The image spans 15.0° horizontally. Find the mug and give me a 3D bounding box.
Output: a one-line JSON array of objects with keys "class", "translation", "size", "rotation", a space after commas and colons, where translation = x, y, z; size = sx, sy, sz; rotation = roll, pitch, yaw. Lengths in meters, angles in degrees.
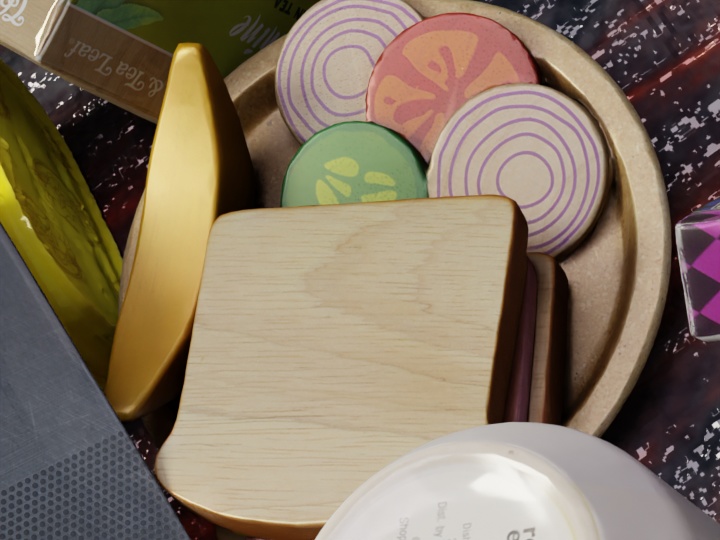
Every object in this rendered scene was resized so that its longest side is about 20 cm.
[{"class": "mug", "translation": [0.063, 0.124, 0.688], "size": [0.149, 0.153, 0.186], "rotation": [-45, 48, -4]}]

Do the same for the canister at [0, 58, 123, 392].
[{"class": "canister", "translation": [-0.186, 0.027, 0.950], "size": [0.200, 0.087, 0.149], "rotation": [-36, 49, 8]}]

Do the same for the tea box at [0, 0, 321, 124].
[{"class": "tea box", "translation": [-0.085, -0.170, 0.959], "size": [0.200, 0.133, 0.197], "rotation": [31, 94, 41]}]

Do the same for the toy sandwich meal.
[{"class": "toy sandwich meal", "translation": [0.000, 0.000, 0.842], "size": [0.204, 0.070, 0.206], "rotation": [-7, 69, 19]}]

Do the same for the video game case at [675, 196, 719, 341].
[{"class": "video game case", "translation": [0.203, -0.027, 0.705], "size": [0.199, 0.181, 0.036], "rotation": [-8, 99, 28]}]

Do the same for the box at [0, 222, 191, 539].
[{"class": "box", "translation": [-0.146, 0.077, 0.807], "size": [0.157, 0.051, 0.200], "rotation": [-26, 73, -19]}]
